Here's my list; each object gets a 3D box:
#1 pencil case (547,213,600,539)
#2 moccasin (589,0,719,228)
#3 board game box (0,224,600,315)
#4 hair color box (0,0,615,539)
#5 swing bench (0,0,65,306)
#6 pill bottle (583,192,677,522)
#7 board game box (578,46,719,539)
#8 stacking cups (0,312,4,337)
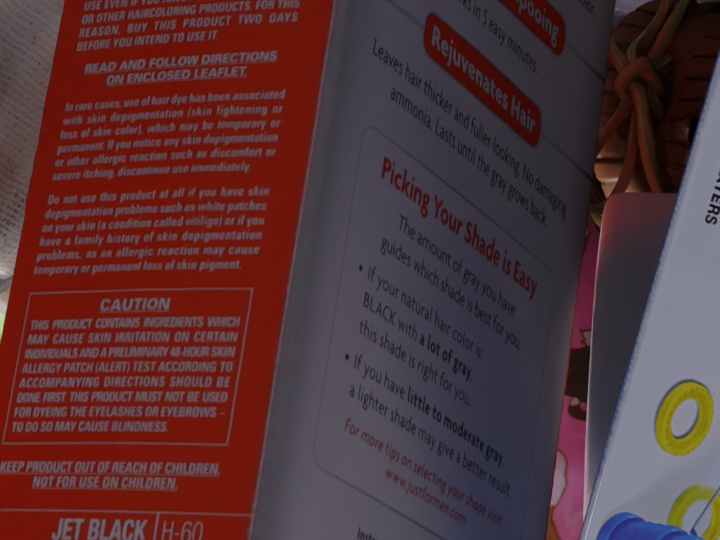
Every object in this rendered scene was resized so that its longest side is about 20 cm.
[{"bbox_3d":[0.007,-0.012,0.672,0.201,0.086,0.083,62,-175,-4],"label":"pencil case"},{"bbox_3d":[0.083,-0.035,0.707,0.077,0.074,0.201,17,-177,-2],"label":"moccasin"},{"bbox_3d":[0.000,0.000,0.860,0.151,0.047,0.200,-20,-149,-31],"label":"board game box"},{"bbox_3d":[-0.005,-0.019,0.538,0.061,0.201,0.101,-1,159,30],"label":"hair color box"},{"bbox_3d":[-0.131,-0.110,0.526,0.199,0.130,0.199,31,176,18],"label":"swing bench"},{"bbox_3d":[0.145,0.036,0.584,0.199,0.116,0.116,3,170,7],"label":"pill bottle"},{"bbox_3d":[0.140,0.036,0.479,0.195,0.201,0.056,19,-150,11],"label":"board game box"},{"bbox_3d":[-0.107,-0.033,0.926,0.060,0.060,0.201,19,129,36],"label":"stacking cups"}]
